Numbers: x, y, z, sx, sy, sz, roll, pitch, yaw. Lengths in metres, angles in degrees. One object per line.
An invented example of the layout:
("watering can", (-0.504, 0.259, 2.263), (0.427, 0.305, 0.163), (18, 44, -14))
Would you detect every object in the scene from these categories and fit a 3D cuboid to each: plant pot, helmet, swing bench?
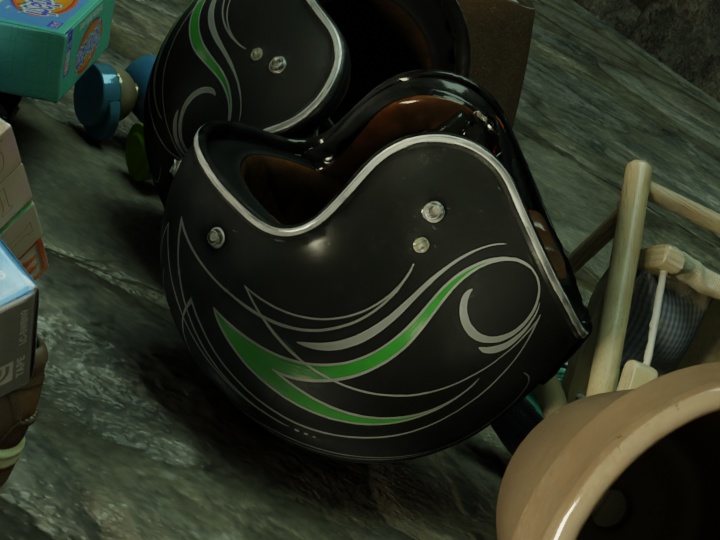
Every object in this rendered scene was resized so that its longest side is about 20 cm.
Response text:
("plant pot", (0.044, -0.131, 1.451), (0.187, 0.200, 0.187), (27, 15, -8))
("helmet", (-0.031, -0.098, 1.157), (0.200, 0.200, 0.191), (21, 43, -24))
("swing bench", (0.192, 0.083, 1.034), (0.199, 0.130, 0.200), (23, 45, -21))
("plant pot", (0.139, 0.129, 0.852), (0.200, 0.200, 0.175), (24, 1, -16))
("helmet", (0.000, 0.000, 0.979), (0.200, 0.191, 0.200), (-24, 90, -81))

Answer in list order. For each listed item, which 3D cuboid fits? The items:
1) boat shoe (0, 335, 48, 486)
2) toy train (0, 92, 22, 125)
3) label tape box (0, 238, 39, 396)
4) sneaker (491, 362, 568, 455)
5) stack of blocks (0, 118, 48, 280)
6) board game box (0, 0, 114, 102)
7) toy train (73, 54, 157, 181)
("boat shoe", (-0.218, 0.018, 0.755), (0.202, 0.075, 0.075), (21, 17, -25))
("toy train", (-0.227, -0.113, 1.208), (0.034, 0.046, 0.200), (25, 16, -13))
("label tape box", (-0.234, 0.013, 0.667), (0.200, 0.063, 0.144), (-27, 64, -29))
("sneaker", (0.148, 0.109, 1.155), (0.200, 0.074, 0.088), (29, -6, -15))
("stack of blocks", (-0.209, -0.065, 0.840), (0.115, 0.059, 0.200), (34, -27, 20))
("board game box", (-0.262, -0.158, 1.182), (0.200, 0.045, 0.152), (11, 19, 1))
("toy train", (-0.101, -0.076, 1.276), (0.116, 0.085, 0.200), (-4, 39, -35))
